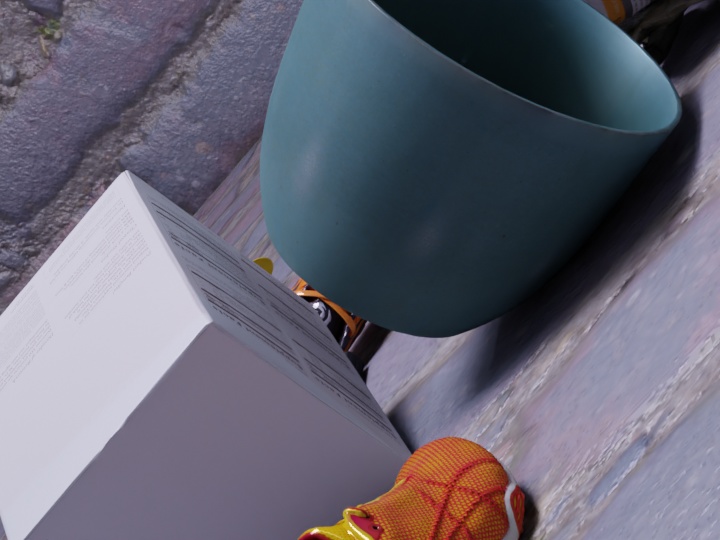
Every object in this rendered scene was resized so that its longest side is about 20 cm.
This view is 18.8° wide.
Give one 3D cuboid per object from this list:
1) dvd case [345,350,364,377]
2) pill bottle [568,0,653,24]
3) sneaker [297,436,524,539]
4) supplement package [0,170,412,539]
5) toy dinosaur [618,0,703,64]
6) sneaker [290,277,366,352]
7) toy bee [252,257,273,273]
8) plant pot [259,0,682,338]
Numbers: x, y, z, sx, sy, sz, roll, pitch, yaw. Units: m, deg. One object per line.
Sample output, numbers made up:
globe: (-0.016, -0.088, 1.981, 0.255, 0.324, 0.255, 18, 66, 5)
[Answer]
dvd case: (-0.053, 0.134, 1.326, 0.143, 0.018, 0.200, -49, 8, 15)
pill bottle: (0.180, -0.229, 1.227, 0.200, 0.116, 0.116, -33, 9, 1)
sneaker: (0.016, 0.111, 0.866, 0.073, 0.077, 0.200, -49, 7, 21)
supplement package: (-0.095, 0.078, 1.140, 0.152, 0.151, 0.200, -49, 29, 7)
toy dinosaur: (0.163, -0.137, 1.277, 0.088, 0.047, 0.200, -45, 11, -8)
sneaker: (0.000, 0.000, 1.404, 0.112, 0.078, 0.200, -53, -8, -24)
toy bee: (-0.135, 0.027, 2.015, 0.131, 0.109, 0.200, -30, 34, 13)
plant pot: (0.039, -0.064, 1.130, 0.161, 0.201, 0.201, -61, 3, 26)
